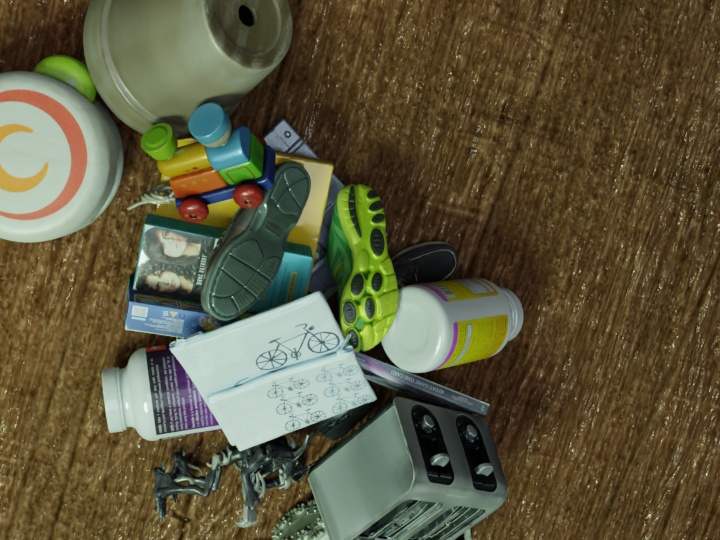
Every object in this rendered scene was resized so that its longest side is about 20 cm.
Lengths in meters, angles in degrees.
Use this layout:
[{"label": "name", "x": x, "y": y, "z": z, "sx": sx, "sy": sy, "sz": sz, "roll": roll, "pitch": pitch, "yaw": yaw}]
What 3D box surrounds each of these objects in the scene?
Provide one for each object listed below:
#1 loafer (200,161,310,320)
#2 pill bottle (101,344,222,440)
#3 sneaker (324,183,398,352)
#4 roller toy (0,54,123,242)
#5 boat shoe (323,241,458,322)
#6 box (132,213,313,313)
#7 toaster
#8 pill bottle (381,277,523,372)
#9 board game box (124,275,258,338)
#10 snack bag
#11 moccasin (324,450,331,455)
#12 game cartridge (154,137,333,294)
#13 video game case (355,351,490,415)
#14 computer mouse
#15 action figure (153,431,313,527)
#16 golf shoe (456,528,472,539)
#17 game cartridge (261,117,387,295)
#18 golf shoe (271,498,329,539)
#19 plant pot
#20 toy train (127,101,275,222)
[{"label": "loafer", "x": -0.123, "y": -0.033, "z": 1.195, "sx": 0.072, "sy": 0.063, "sz": 0.201, "roll": 41, "pitch": 69, "yaw": -32}, {"label": "pill bottle", "x": -0.209, "y": 0.143, "z": 1.287, "sx": 0.198, "sy": 0.112, "sz": 0.114, "roll": -7, "pitch": 103, "yaw": -11}, {"label": "sneaker", "x": 0.000, "y": 0.000, "z": 1.263, "sx": 0.073, "sy": 0.084, "sz": 0.202, "roll": 3, "pitch": 74, "yaw": -15}, {"label": "roller toy", "x": -0.363, "y": -0.125, "z": 1.181, "sx": 0.199, "sy": 0.140, "sz": 0.184, "roll": -22, "pitch": 97, "yaw": -1}, {"label": "boat shoe", "x": 0.044, "y": 0.024, "z": 1.333, "sx": 0.199, "sy": 0.065, "sz": 0.072, "roll": -22, "pitch": 110, "yaw": -18}, {"label": "box", "x": -0.160, "y": -0.003, "z": 1.243, "sx": 0.198, "sy": 0.049, "sz": 0.083, "roll": 11, "pitch": 104, "yaw": -10}, {"label": "toaster", "x": 0.049, "y": 0.255, "z": 1.268, "sx": 0.180, "sy": 0.119, "sz": 0.200, "roll": 20, "pitch": 128, "yaw": -42}, {"label": "pill bottle", "x": 0.120, "y": 0.064, "z": 1.311, "sx": 0.199, "sy": 0.104, "sz": 0.105, "roll": -5, "pitch": 106, "yaw": -50}, {"label": "board game box", "x": -0.179, "y": 0.052, "z": 1.263, "sx": 0.198, "sy": 0.135, "sz": 0.035, "roll": 10, "pitch": 100, "yaw": -14}, {"label": "snack bag", "x": -0.094, "y": 0.117, "z": 1.205, "sx": 0.187, "sy": 0.021, "sz": 0.201, "roll": -19, "pitch": 133, "yaw": 3}, {"label": "moccasin", "x": 0.024, "y": 0.313, "z": 1.403, "sx": 0.077, "sy": 0.074, "sz": 0.202, "roll": -32, "pitch": 97, "yaw": 4}, {"label": "game cartridge", "x": -0.145, "y": -0.063, "z": 1.270, "sx": 0.198, "sy": 0.032, "sz": 0.178, "roll": 11, "pitch": 104, "yaw": -8}, {"label": "video game case", "x": 0.047, "y": 0.138, "z": 1.329, "sx": 0.199, "sy": 0.143, "sz": 0.019, "roll": 24, "pitch": 80, "yaw": -16}, {"label": "computer mouse", "x": -0.058, "y": 0.216, "z": 1.376, "sx": 0.200, "sy": 0.034, "sz": 0.059, "roll": -44, "pitch": 109, "yaw": 2}, {"label": "action figure", "x": -0.149, "y": 0.258, "z": 1.318, "sx": 0.198, "sy": 0.119, "sz": 0.103, "roll": -13, "pitch": 93, "yaw": 7}, {"label": "golf shoe", "x": 0.106, "y": 0.280, "z": 1.399, "sx": 0.077, "sy": 0.088, "sz": 0.201, "roll": -26, "pitch": 106, "yaw": -14}, {"label": "game cartridge", "x": -0.076, "y": -0.072, "z": 1.314, "sx": 0.130, "sy": 0.038, "sz": 0.200, "roll": -45, "pitch": 107, "yaw": -5}, {"label": "golf shoe", "x": -0.082, "y": 0.377, "z": 1.385, "sx": 0.200, "sy": 0.078, "sz": 0.097, "roll": -39, "pitch": 115, "yaw": 15}, {"label": "plant pot", "x": -0.168, "y": -0.254, "z": 1.139, "sx": 0.199, "sy": 0.173, "sz": 0.202, "roll": 6, "pitch": 81, "yaw": -42}, {"label": "toy train", "x": -0.203, "y": -0.115, "z": 1.160, "sx": 0.198, "sy": 0.085, "sz": 0.116, "roll": -12, "pitch": 146, "yaw": 20}]
